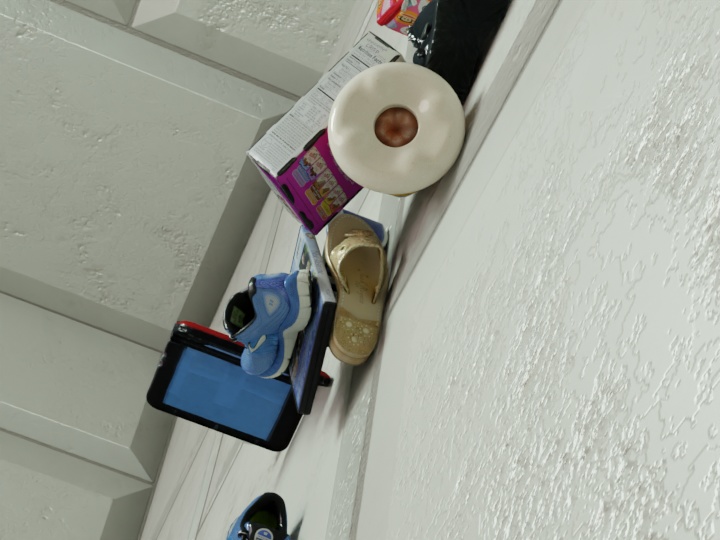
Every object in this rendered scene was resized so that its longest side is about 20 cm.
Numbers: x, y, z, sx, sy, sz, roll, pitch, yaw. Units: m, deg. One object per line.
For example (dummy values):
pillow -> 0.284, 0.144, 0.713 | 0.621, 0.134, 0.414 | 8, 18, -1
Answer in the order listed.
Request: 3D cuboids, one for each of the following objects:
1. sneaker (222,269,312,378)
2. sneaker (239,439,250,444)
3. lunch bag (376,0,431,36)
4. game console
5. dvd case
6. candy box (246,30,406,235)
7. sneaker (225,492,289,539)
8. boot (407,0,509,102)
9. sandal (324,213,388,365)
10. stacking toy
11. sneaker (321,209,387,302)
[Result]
sneaker -> -0.114, 0.056, 1.635 | 0.200, 0.089, 0.079 | 114, 159, -55
sneaker -> -0.106, 0.143, 1.988 | 0.201, 0.073, 0.114 | -57, 7, 10
lunch bag -> 0.098, -0.448, 2.100 | 0.176, 0.082, 0.201 | 156, 133, -73
game console -> -0.157, 0.150, 1.821 | 0.172, 0.199, 0.119 | 166, 124, -79
dvd case -> -0.063, 0.053, 1.653 | 0.200, 0.017, 0.143 | -110, 30, -61
candy box -> -0.021, -0.155, 1.646 | 0.200, 0.061, 0.136 | -44, -32, -7
sneaker -> -0.123, 0.319, 1.564 | 0.200, 0.078, 0.089 | -79, 11, -51
boot -> 0.109, -0.295, 1.644 | 0.168, 0.076, 0.201 | -95, 22, -64
sandal -> 0.005, 0.001, 1.604 | 0.070, 0.077, 0.212 | 122, 158, -46
stacking toy -> 0.045, -0.132, 1.604 | 0.200, 0.146, 0.147 | 70, -141, -76
sneaker -> -0.029, 0.022, 1.731 | 0.200, 0.080, 0.115 | -83, 18, -52
